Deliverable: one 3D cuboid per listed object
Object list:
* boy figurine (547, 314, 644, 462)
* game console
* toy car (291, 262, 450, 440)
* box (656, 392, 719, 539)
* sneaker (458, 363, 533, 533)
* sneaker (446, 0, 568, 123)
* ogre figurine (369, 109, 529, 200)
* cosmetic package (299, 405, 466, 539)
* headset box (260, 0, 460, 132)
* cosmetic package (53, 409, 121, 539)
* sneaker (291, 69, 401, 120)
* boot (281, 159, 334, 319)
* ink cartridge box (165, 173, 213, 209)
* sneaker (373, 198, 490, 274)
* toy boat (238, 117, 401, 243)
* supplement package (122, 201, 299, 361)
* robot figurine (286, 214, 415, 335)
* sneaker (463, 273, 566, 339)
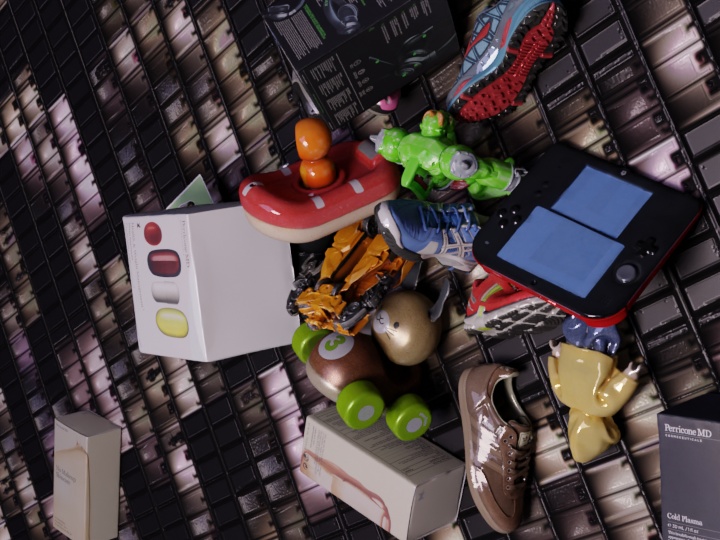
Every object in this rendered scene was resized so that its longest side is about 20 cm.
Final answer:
[{"bbox_3d":[0.258,0.112,1.424,0.124,0.064,0.202,6,103,48],"label":"boy figurine"},{"bbox_3d":[0.232,-0.042,1.369,0.199,0.031,0.177,29,75,38],"label":"game console"},{"bbox_3d":[0.037,0.074,1.593,0.201,0.157,0.164,-59,40,16],"label":"toy car"},{"bbox_3d":[0.402,0.228,1.272,0.199,0.104,0.184,4,102,44],"label":"box"},{"bbox_3d":[0.167,0.209,1.530,0.075,0.070,0.202,-15,88,45],"label":"sneaker"},{"bbox_3d":[0.160,-0.249,1.462,0.200,0.079,0.096,-49,41,40],"label":"sneaker"},{"bbox_3d":[0.098,-0.124,1.492,0.200,0.119,0.099,44,107,34],"label":"ogre figurine"},{"bbox_3d":[0.026,0.251,1.659,0.199,0.103,0.088,28,118,41],"label":"cosmetic package"},{"bbox_3d":[0.011,-0.274,1.474,0.199,0.174,0.093,-32,70,2],"label":"headset box"},{"bbox_3d":[-0.460,0.349,2.191,0.103,0.073,0.202,18,111,42],"label":"cosmetic package"},{"bbox_3d":[-0.023,-0.221,1.639,0.199,0.073,0.088,32,119,42],"label":"sneaker"},{"bbox_3d":[-0.052,-0.037,1.708,0.198,0.073,0.163,45,123,31],"label":"boot"},{"bbox_3d":[-0.212,-0.019,1.886,0.145,0.048,0.201,-38,69,42],"label":"ink cartridge box"},{"bbox_3d":[0.091,-0.053,1.476,0.077,0.199,0.076,-33,64,32],"label":"sneaker"},{"bbox_3d":[-0.054,-0.123,1.578,0.130,0.199,0.132,42,151,52],"label":"toy boat"},{"bbox_3d":[-0.200,0.010,1.723,0.199,0.146,0.193,0,99,56],"label":"supplement package"},{"bbox_3d":[0.000,0.000,1.578,0.144,0.201,0.058,12,147,44],"label":"robot figurine"},{"bbox_3d":[0.167,0.026,1.459,0.200,0.076,0.086,161,116,-68],"label":"sneaker"}]
